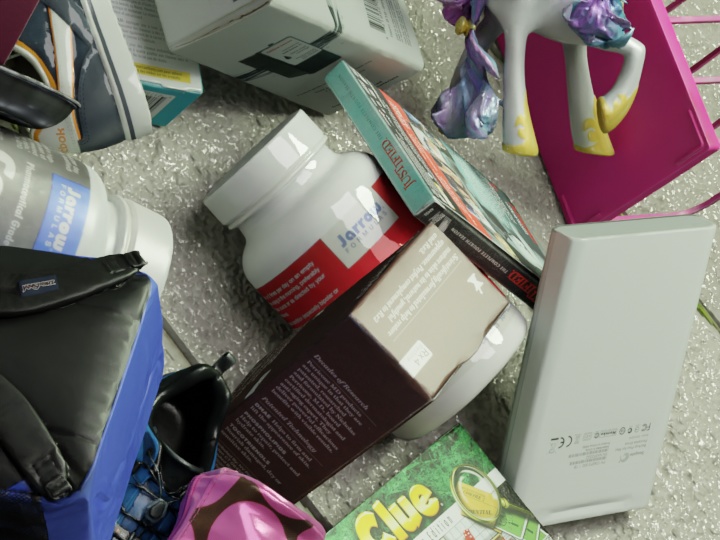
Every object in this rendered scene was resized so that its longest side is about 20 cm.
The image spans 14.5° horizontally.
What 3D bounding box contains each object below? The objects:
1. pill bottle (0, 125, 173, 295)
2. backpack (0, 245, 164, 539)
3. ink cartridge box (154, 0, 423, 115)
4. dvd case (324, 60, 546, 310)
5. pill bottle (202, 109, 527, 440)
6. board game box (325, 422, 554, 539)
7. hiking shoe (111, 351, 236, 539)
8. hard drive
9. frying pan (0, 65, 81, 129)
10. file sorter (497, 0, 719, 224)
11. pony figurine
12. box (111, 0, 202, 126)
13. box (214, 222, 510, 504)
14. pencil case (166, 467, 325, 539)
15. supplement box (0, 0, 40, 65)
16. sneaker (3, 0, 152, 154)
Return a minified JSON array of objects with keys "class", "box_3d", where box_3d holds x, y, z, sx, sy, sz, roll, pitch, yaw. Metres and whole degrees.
[{"class":"pill bottle","box_3d":[-0.215,-0.026,1.613,0.200,0.114,0.114,24,52,-25]},{"class":"backpack","box_3d":[-0.220,0.082,1.517,0.199,0.168,0.163,11,51,6]},{"class":"ink cartridge box","box_3d":[-0.057,-0.196,1.809,0.200,0.083,0.147,19,51,-59]},{"class":"dvd case","box_3d":[0.066,-0.042,1.816,0.200,0.022,0.146,35,17,-46]},{"class":"pill bottle","box_3d":[0.000,0.000,1.767,0.200,0.112,0.112,46,46,-7]},{"class":"board game box","box_3d":[0.038,0.176,1.715,0.105,0.023,0.200,49,39,4]},{"class":"hiking shoe","box_3d":[-0.132,0.131,1.605,0.074,0.087,0.200,32,49,-19]},{"class":"hard drive","box_3d":[0.154,0.065,1.815,0.132,0.201,0.026,-5,25,-40]},{"class":"frying pan","box_3d":[-0.249,-0.119,1.609,0.189,0.115,0.031,19,86,11]},{"class":"file sorter","box_3d":[0.201,-0.146,1.994,0.125,0.139,0.201,-5,68,-43]},{"class":"pony figurine","box_3d":[0.108,-0.180,1.877,0.192,0.167,0.201,6,102,-12]},{"class":"box","box_3d":[-0.157,-0.195,1.801,0.082,0.049,0.201,10,60,-34]},{"class":"box","box_3d":[-0.011,0.065,1.659,0.075,0.200,0.100,47,46,-5]},{"class":"pencil case","box_3d":[-0.103,0.200,1.538,0.094,0.091,0.200,40,64,-18]},{"class":"supplement box","box_3d":[-0.251,-0.215,1.655,0.110,0.086,0.200,21,24,-27]},{"class":"sneaker","box_3d":[-0.190,-0.161,1.700,0.079,0.078,0.200,-18,67,-4]}]
